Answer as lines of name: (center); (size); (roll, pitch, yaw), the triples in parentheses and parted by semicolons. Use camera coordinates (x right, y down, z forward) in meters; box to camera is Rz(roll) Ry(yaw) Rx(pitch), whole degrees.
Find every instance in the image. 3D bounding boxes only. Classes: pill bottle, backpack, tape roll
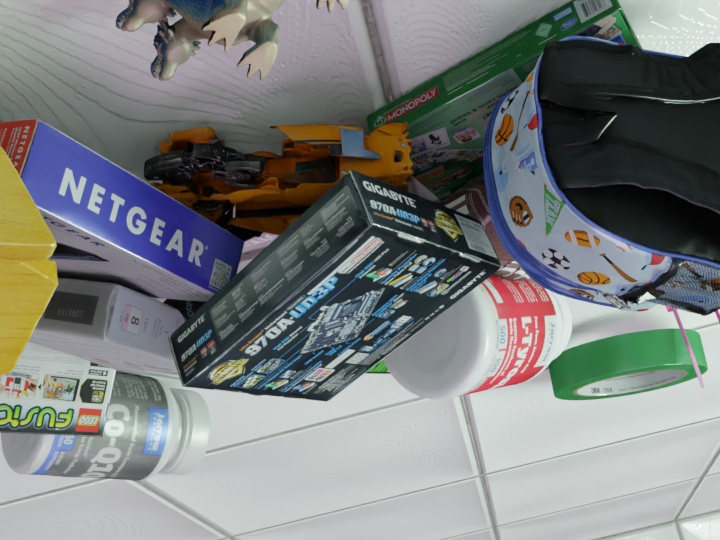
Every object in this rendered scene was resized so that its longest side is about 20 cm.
pill bottle: (-0.270, 0.167, 0.989); (0.199, 0.115, 0.113); (15, 142, -41)
backpack: (0.177, -0.066, 0.627); (0.189, 0.202, 0.154); (15, 147, -25)
pill bottle: (0.114, 0.052, 0.841); (0.112, 0.113, 0.199); (-32, 161, 33)
tape roll: (0.349, 0.126, 1.204); (0.198, 0.049, 0.201); (-6, 161, -2)

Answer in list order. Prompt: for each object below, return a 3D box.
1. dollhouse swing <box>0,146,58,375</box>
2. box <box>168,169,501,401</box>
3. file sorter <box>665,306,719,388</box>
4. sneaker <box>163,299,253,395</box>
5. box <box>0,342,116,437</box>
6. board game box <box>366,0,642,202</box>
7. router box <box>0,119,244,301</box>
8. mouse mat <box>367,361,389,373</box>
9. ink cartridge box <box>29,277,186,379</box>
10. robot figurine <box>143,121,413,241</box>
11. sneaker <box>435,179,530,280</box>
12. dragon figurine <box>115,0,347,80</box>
dollhouse swing: (-0.290, -0.044, 0.535); (0.180, 0.177, 0.200); (3, 149, -33)
box: (-0.017, 0.023, 0.669); (0.200, 0.046, 0.158); (-40, 147, 27)
file sorter: (0.451, 0.035, 1.031); (0.198, 0.126, 0.139); (-21, 151, 17)
sneaker: (-0.111, 0.071, 0.921); (0.079, 0.076, 0.200); (-26, 150, 19)
box: (-0.323, 0.090, 0.835); (0.199, 0.111, 0.035); (12, -178, -38)
board game box: (0.122, -0.124, 0.706); (0.199, 0.029, 0.134); (-25, 150, 22)
router box: (-0.211, -0.035, 0.635); (0.178, 0.049, 0.200); (2, 162, 34)
mouse mat: (0.081, 0.035, 0.906); (0.200, 0.008, 0.160); (-47, 154, 18)
ink cartridge box: (-0.204, 0.052, 0.769); (0.161, 0.058, 0.200); (4, 169, 28)
robot figurine: (-0.061, -0.065, 0.682); (0.198, 0.059, 0.145); (0, 158, 0)
sneaker: (0.146, -0.046, 0.764); (0.115, 0.076, 0.199); (-32, 164, 36)
dragon figurine: (-0.055, -0.175, 0.506); (0.200, 0.100, 0.059); (-44, 142, 14)
